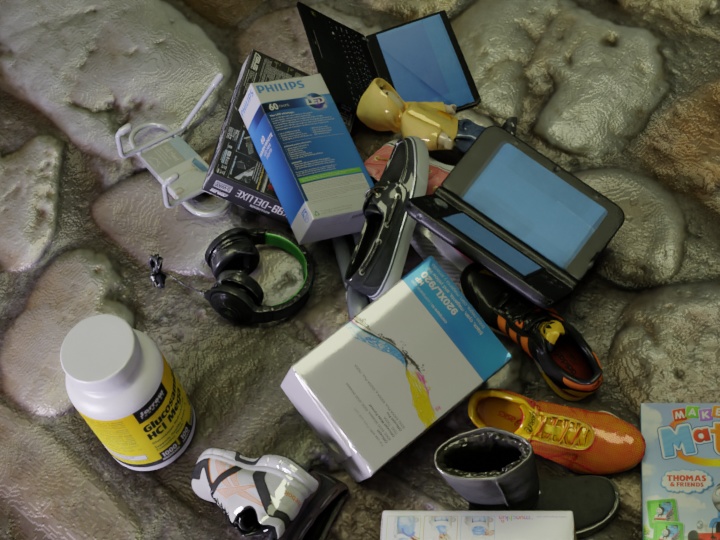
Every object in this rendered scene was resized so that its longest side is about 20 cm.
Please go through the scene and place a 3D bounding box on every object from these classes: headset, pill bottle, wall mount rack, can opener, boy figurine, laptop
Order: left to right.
[{"bbox_3d":[-0.263,0.136,1.544,0.111,0.201,0.113,-6,57,9],"label":"pill bottle"},{"bbox_3d":[-0.217,-0.168,1.804,0.173,0.075,0.200,-31,57,-24],"label":"wall mount rack"},{"bbox_3d":[-0.156,0.000,1.671,0.198,0.094,0.125,-5,56,-5],"label":"headset"},{"bbox_3d":[0.000,0.000,1.659,0.052,0.067,0.201,-17,51,3],"label":"can opener"},{"bbox_3d":[0.036,-0.285,1.804,0.103,0.199,0.178,-41,49,30],"label":"laptop"},{"bbox_3d":[0.095,-0.187,1.721,0.198,0.065,0.125,19,28,3],"label":"boy figurine"}]

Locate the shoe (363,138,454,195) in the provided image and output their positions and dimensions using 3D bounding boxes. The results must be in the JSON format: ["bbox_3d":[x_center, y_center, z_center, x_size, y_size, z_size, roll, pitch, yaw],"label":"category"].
[{"bbox_3d":[0.078,-0.091,1.680,0.199,0.072,0.091,31,50,33],"label":"shoe"}]

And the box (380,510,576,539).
[{"bbox_3d":[0.123,0.312,1.402,0.198,0.113,0.102,-1,58,10],"label":"box"}]

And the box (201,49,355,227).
[{"bbox_3d":[-0.098,-0.164,1.744,0.156,0.050,0.202,22,59,-15],"label":"box"}]

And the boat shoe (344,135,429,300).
[{"bbox_3d":[0.031,-0.067,1.597,0.068,0.056,0.202,-9,64,60],"label":"boat shoe"}]

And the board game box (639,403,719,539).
[{"bbox_3d":[0.370,0.236,1.442,0.149,0.037,0.202,-2,57,12],"label":"board game box"}]

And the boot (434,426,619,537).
[{"bbox_3d":[0.174,0.213,1.399,0.180,0.201,0.073,-13,53,3],"label":"boot"}]

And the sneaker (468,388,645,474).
[{"bbox_3d":[0.208,0.177,1.482,0.198,0.077,0.074,10,88,23],"label":"sneaker"}]

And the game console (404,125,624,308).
[{"bbox_3d":[0.176,-0.066,1.544,0.199,0.176,0.117,35,106,14],"label":"game console"}]

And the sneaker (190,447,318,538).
[{"bbox_3d":[-0.132,0.242,1.481,0.199,0.074,0.080,-9,45,53],"label":"sneaker"}]

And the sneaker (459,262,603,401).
[{"bbox_3d":[0.195,0.058,1.522,0.070,0.090,0.200,-44,86,-12],"label":"sneaker"}]

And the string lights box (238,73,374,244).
[{"bbox_3d":[-0.061,-0.139,1.669,0.102,0.059,0.201,-12,65,-29],"label":"string lights box"}]

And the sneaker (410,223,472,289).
[{"bbox_3d":[0.144,-0.030,1.632,0.200,0.076,0.105,39,74,18],"label":"sneaker"}]

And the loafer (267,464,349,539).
[{"bbox_3d":[-0.069,0.305,1.476,0.062,0.072,0.201,12,58,14],"label":"loafer"}]

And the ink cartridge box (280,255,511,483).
[{"bbox_3d":[0.035,0.113,1.500,0.199,0.147,0.145,-38,84,-14],"label":"ink cartridge box"}]
